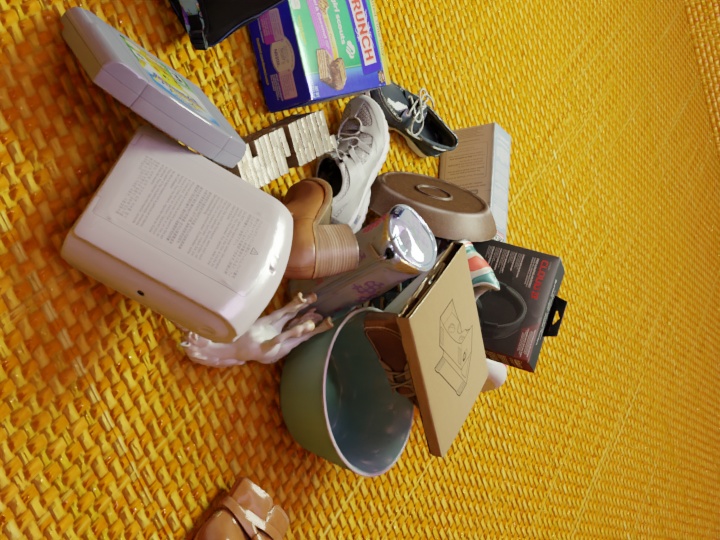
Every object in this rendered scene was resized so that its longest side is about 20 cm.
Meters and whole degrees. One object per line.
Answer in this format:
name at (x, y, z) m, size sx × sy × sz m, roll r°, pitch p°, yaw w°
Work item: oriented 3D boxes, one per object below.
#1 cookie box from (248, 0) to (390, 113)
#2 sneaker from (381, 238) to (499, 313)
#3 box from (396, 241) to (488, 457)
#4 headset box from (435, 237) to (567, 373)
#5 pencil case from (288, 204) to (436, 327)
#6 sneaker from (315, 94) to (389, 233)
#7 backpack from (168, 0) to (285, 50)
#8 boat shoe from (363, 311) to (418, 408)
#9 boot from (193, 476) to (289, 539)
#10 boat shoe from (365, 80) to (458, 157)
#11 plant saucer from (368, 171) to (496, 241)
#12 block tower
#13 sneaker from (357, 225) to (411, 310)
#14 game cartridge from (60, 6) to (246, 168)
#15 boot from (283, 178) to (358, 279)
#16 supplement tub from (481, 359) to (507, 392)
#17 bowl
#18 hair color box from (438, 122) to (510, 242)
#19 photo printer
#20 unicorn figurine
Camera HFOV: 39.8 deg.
cookie box at (-0.054, -0.305, 1.276) m, size 0.199 × 0.074 × 0.174 m, roll -27°, pitch 106°, yaw -55°
sneaker at (0.095, 0.057, 1.285) m, size 0.094 × 0.200 × 0.070 m, roll 48°, pitch 11°, yaw 21°
box at (0.104, 0.092, 1.185) m, size 0.164 × 0.021 × 0.202 m, roll -50°, pitch 134°, yaw -46°
headset box at (0.179, 0.041, 1.350) m, size 0.151 × 0.198 × 0.077 m, roll -69°, pitch 159°, yaw -11°
pencil case at (0.000, 0.000, 1.195) m, size 0.083 × 0.199 × 0.091 m, roll 49°, pitch 42°, yaw -13°
sneaker at (-0.016, -0.148, 1.306) m, size 0.082 × 0.074 × 0.203 m, roll 36°, pitch 57°, yaw -49°
backpack at (-0.151, -0.369, 1.064) m, size 0.201 × 0.181 × 0.135 m, roll 56°, pitch 33°, yaw -18°
boat shoe at (0.064, 0.117, 1.205) m, size 0.200 × 0.075 × 0.073 m, roll 44°, pitch 52°, yaw -42°
boot at (-0.114, 0.342, 1.092) m, size 0.201 × 0.073 × 0.155 m, roll 64°, pitch 35°, yaw -31°
boat shoe at (0.077, -0.228, 1.470) m, size 0.200 × 0.061 × 0.076 m, roll 40°, pitch 55°, yaw -45°
plant saucer at (0.097, -0.094, 1.365) m, size 0.199 × 0.199 × 0.035 m, roll -17°, pitch 127°, yaw -55°
block tower at (-0.106, -0.143, 1.193) m, size 0.200 × 0.053 × 0.059 m, roll -35°, pitch 114°, yaw -53°
sneaker at (0.041, 0.035, 1.363) m, size 0.078 × 0.079 × 0.203 m, roll -34°, pitch 115°, yaw -53°
game cartridge at (-0.202, -0.179, 1.002) m, size 0.199 × 0.040 × 0.134 m, roll 30°, pitch 19°, yaw -51°
boot at (-0.102, -0.053, 1.143) m, size 0.153 × 0.200 × 0.075 m, roll -4°, pitch 115°, yaw -19°
supplement tub at (0.156, 0.067, 1.471) m, size 0.140 × 0.139 × 0.203 m, roll 35°, pitch 57°, yaw -48°
bowl at (-0.026, 0.149, 1.221) m, size 0.200 × 0.104 × 0.204 m, roll 13°, pitch 74°, yaw -54°
hair color box at (0.178, -0.124, 1.571) m, size 0.060 × 0.098 × 0.203 m, roll 27°, pitch 63°, yaw -51°
photo printer at (-0.169, -0.032, 0.984) m, size 0.198 × 0.070 × 0.168 m, roll 29°, pitch 55°, yaw -9°
unicorn figurine at (-0.112, 0.071, 1.103) m, size 0.200 × 0.136 × 0.075 m, roll 43°, pitch 22°, yaw -61°
